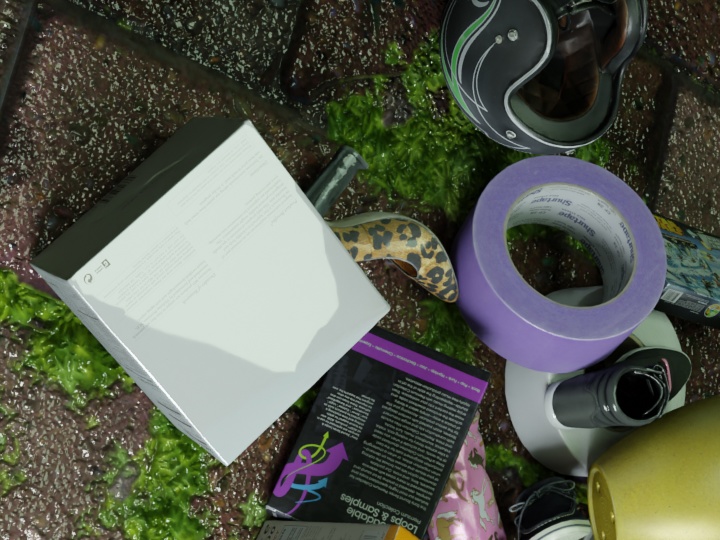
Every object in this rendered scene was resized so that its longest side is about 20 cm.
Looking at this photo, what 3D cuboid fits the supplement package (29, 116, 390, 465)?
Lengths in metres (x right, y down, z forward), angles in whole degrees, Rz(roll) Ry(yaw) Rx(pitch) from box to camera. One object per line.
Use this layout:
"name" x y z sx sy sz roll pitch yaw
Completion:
"supplement package" -0.124 0.011 1.194 0.191 0.147 0.200 -43 111 -14

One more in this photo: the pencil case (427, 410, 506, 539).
"pencil case" 0.099 0.228 1.400 0.082 0.087 0.201 -17 98 -3

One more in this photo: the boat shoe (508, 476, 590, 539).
"boat shoe" 0.181 0.238 1.415 0.074 0.200 0.063 -24 84 6

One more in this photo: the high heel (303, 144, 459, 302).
"high heel" 0.000 0.000 1.364 0.200 0.071 0.143 47 72 -25

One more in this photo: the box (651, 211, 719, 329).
"box" 0.363 0.003 1.584 0.199 0.040 0.137 16 35 -33

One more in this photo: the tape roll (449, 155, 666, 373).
"tape roll" 0.193 -0.007 1.430 0.199 0.085 0.201 6 63 -12

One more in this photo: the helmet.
"helmet" 0.170 -0.217 1.417 0.199 0.191 0.201 9 43 -9

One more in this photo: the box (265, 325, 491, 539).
"box" 0.018 0.158 1.329 0.142 0.036 0.201 23 69 8

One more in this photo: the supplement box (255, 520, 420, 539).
"supplement box" 0.000 0.278 1.252 0.126 0.200 0.074 40 62 -25

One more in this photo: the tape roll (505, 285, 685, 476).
"tape roll" 0.248 0.117 1.521 0.202 0.071 0.204 3 84 -36

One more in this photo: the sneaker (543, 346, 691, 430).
"sneaker" 0.286 0.118 1.445 0.199 0.099 0.071 -12 92 -37

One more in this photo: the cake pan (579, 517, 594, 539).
"cake pan" 0.288 0.339 1.553 0.199 0.037 0.202 3 84 -35

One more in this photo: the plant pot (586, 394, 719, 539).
"plant pot" 0.302 0.228 1.417 0.141 0.200 0.201 -6 90 -6
